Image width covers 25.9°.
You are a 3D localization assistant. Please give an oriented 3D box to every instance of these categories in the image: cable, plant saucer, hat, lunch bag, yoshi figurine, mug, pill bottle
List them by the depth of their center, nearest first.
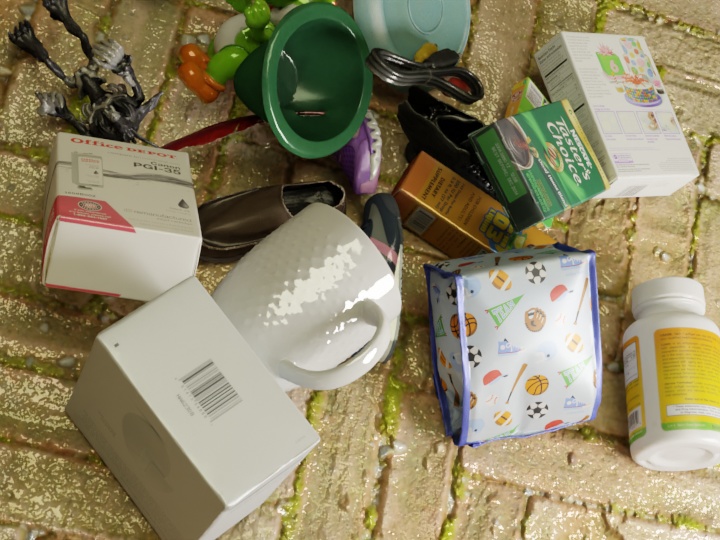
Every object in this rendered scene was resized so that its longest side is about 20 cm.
[{"bbox_3d":[-0.055,0.050,1.560,0.175,0.148,0.200,-38,44,-22],"label":"mug"},{"bbox_3d":[0.165,0.081,1.689,0.170,0.124,0.201,-10,100,-14],"label":"lunch bag"},{"bbox_3d":[-0.114,-0.206,1.712,0.200,0.176,0.166,-21,110,-46],"label":"hat"},{"bbox_3d":[-0.120,-0.280,1.717,0.200,0.112,0.113,-35,75,14],"label":"yoshi figurine"},{"bbox_3d":[0.070,-0.210,1.742,0.097,0.050,0.200,52,33,9],"label":"cable"},{"bbox_3d":[0.352,0.114,1.757,0.111,0.111,0.200,8,64,-16],"label":"pill bottle"},{"bbox_3d":[0.069,-0.308,1.836,0.200,0.027,0.201,-1,91,-47],"label":"plant saucer"}]

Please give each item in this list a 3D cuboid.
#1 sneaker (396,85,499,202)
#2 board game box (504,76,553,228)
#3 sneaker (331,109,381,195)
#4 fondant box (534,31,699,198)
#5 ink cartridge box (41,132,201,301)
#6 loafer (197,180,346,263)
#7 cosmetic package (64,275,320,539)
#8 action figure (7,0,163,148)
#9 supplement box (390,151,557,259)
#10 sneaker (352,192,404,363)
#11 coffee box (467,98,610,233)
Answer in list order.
[{"bbox_3d":[0.123,-0.129,1.792,0.200,0.104,0.060,32,61,-2],"label":"sneaker"},{"bbox_3d":[0.198,-0.134,1.810,0.096,0.030,0.200,48,33,-21],"label":"board game box"},{"bbox_3d":[-0.032,-0.167,1.773,0.088,0.081,0.200,-8,59,-16],"label":"sneaker"},{"bbox_3d":[0.309,-0.188,1.895,0.144,0.058,0.200,-4,68,-37],"label":"fondant box"},{"bbox_3d":[-0.244,-0.055,1.584,0.146,0.083,0.200,8,27,-16],"label":"ink cartridge box"},{"bbox_3d":[-0.103,-0.066,1.704,0.200,0.071,0.073,-17,73,-25],"label":"loafer"},{"bbox_3d":[-0.167,0.147,1.510,0.123,0.200,0.199,-33,81,-31],"label":"cosmetic package"},{"bbox_3d":[-0.295,-0.200,1.676,0.119,0.102,0.200,-40,80,3],"label":"action figure"},{"bbox_3d":[0.129,-0.048,1.780,0.200,0.069,0.067,34,61,-6],"label":"supplement box"},{"bbox_3d":[0.000,0.000,1.710,0.082,0.070,0.200,10,62,-17],"label":"sneaker"},{"bbox_3d":[0.202,-0.120,1.740,0.200,0.044,0.123,-21,84,-58],"label":"coffee box"}]
